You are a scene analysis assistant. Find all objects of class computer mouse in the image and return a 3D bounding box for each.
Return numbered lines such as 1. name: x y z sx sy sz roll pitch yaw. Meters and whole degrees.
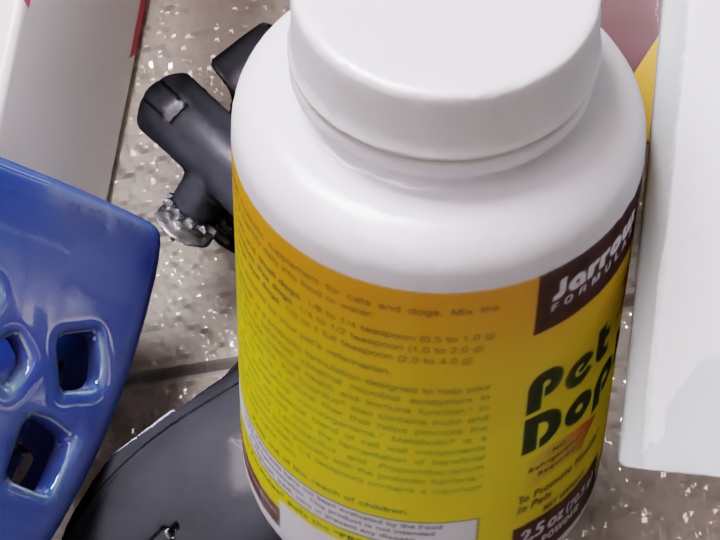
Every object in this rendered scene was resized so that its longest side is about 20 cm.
1. computer mouse: -0.050 0.117 0.851 0.200 0.046 0.141 -37 77 28

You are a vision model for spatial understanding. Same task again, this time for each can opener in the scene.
1. can opener: 0.000 0.000 0.863 0.079 0.063 0.200 -47 65 11

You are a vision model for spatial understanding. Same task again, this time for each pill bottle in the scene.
1. pill bottle: 0.020 -0.006 0.721 0.109 0.200 0.109 0 50 -1

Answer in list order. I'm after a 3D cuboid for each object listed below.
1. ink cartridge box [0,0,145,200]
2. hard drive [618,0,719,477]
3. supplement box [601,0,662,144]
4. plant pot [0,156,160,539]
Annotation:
1. ink cartridge box: -0.184 -0.101 0.957 0.199 0.083 0.147 9 85 26
2. hard drive: 0.143 -0.042 0.693 0.131 0.026 0.201 6 92 9
3. supplement box: 0.093 -0.154 0.805 0.200 0.133 0.198 37 97 26
4. plant pot: -0.206 0.053 0.845 0.200 0.200 0.180 -10 69 42
